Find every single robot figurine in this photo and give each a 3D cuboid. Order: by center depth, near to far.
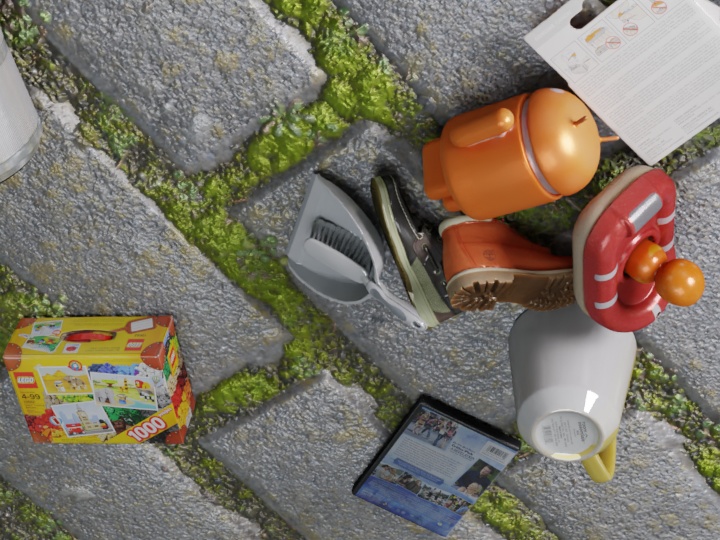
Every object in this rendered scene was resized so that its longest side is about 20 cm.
[{"bbox_3d":[0.162,-0.120,1.689,0.199,0.117,0.144,-16,116,31],"label":"robot figurine"}]

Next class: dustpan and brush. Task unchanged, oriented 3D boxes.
[{"bbox_3d":[0.000,0.000,1.814,0.200,0.057,0.140,32,132,11],"label":"dustpan and brush"}]

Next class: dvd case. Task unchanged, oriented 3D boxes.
[{"bbox_3d":[0.093,0.250,2.067,0.142,0.018,0.200,26,129,-10],"label":"dvd case"}]

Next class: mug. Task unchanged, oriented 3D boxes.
[{"bbox_3d":[0.253,0.145,1.864,0.186,0.153,0.149,31,127,-15],"label":"mug"}]

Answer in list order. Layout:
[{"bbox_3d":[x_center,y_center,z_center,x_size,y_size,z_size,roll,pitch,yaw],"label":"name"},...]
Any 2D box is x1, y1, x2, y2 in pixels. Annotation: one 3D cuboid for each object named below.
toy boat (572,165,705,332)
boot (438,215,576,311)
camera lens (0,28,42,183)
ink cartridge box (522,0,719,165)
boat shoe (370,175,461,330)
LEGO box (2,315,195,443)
[{"bbox_3d":[0.304,-0.006,1.718,0.131,0.130,0.200,37,158,29],"label":"toy boat"},{"bbox_3d":[0.177,-0.015,1.803,0.199,0.108,0.075,4,143,-29],"label":"boot"},{"bbox_3d":[-0.438,-0.189,1.725,0.159,0.160,0.201,-7,127,16],"label":"camera lens"},{"bbox_3d":[0.288,-0.220,1.637,0.200,0.050,0.161,42,124,-17],"label":"ink cartridge box"},{"bbox_3d":[0.066,-0.027,1.823,0.066,0.072,0.201,-21,120,0],"label":"boat shoe"},{"bbox_3d":[-0.318,0.136,2.016,0.199,0.077,0.149,-1,128,12],"label":"LEGO box"}]
